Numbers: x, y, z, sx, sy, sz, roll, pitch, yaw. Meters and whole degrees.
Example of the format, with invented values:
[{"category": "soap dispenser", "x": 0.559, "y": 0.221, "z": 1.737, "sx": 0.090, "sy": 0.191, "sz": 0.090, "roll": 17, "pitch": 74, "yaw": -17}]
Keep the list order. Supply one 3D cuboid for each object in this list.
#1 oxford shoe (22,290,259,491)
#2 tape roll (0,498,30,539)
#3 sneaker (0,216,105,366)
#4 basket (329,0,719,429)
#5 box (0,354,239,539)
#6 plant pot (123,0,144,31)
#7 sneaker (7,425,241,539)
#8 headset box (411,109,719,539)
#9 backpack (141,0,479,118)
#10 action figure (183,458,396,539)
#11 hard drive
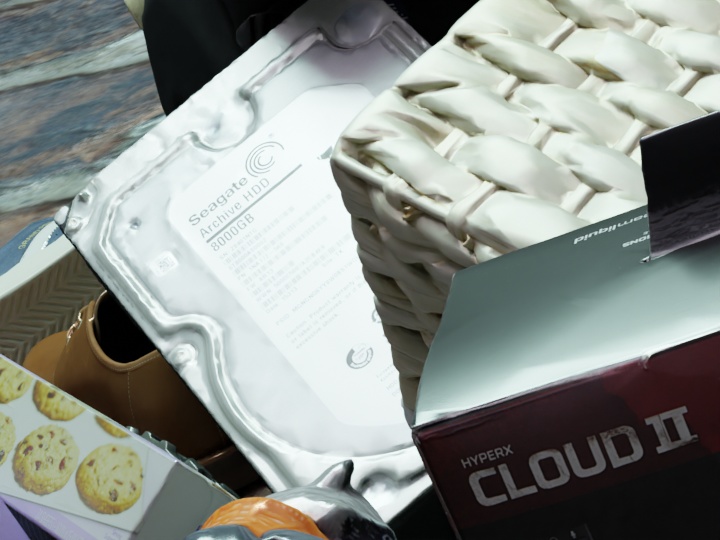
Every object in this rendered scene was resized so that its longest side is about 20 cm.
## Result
[{"category": "oxford shoe", "x": -0.089, "y": 0.035, "z": 1.085, "sx": 0.071, "sy": 0.072, "sz": 0.200, "roll": -33, "pitch": 17, "yaw": -23}, {"category": "tape roll", "x": -0.173, "y": 0.145, "z": 0.815, "sx": 0.199, "sy": 0.066, "sz": 0.200, "roll": -29, "pitch": 22, "yaw": 13}, {"category": "sneaker", "x": -0.105, "y": -0.007, "z": 1.223, "sx": 0.199, "sy": 0.075, "sz": 0.085, "roll": -25, "pitch": 21, "yaw": -3}, {"category": "basket", "x": 0.103, "y": 0.006, "z": 0.672, "sx": 0.136, "sy": 0.124, "sz": 0.200, "roll": -43, "pitch": 44, "yaw": -19}, {"category": "box", "x": -0.102, "y": 0.056, "z": 0.872, "sx": 0.042, "sy": 0.039, "sz": 0.200, "roll": -57, "pitch": 35, "yaw": -6}, {"category": "plant pot", "x": -0.003, "y": -0.135, "z": 1.300, "sx": 0.177, "sy": 0.200, "sz": 0.200, "roll": -33, "pitch": 16, "yaw": 7}, {"category": "sneaker", "x": -0.092, "y": 0.098, "z": 0.919, "sx": 0.199, "sy": 0.074, "sz": 0.080, "roll": 0, "pitch": 52, "yaw": 50}, {"category": "headset box", "x": 0.109, "y": 0.059, "z": 0.505, "sx": 0.148, "sy": 0.201, "sz": 0.077, "roll": -20, "pitch": 17, "yaw": 16}, {"category": "backpack", "x": 0.024, "y": -0.067, "z": 1.097, "sx": 0.199, "sy": 0.164, "sz": 0.154, "roll": -24, "pitch": -6, "yaw": -26}, {"category": "action figure", "x": -0.012, "y": 0.113, "z": 0.687, "sx": 0.199, "sy": 0.105, "sz": 0.194, "roll": -19, "pitch": 26, "yaw": 20}, {"category": "hard drive", "x": 0.000, "y": 0.000, "z": 0.911, "sx": 0.139, "sy": 0.038, "sz": 0.200, "roll": -39, "pitch": 48, "yaw": -3}]
